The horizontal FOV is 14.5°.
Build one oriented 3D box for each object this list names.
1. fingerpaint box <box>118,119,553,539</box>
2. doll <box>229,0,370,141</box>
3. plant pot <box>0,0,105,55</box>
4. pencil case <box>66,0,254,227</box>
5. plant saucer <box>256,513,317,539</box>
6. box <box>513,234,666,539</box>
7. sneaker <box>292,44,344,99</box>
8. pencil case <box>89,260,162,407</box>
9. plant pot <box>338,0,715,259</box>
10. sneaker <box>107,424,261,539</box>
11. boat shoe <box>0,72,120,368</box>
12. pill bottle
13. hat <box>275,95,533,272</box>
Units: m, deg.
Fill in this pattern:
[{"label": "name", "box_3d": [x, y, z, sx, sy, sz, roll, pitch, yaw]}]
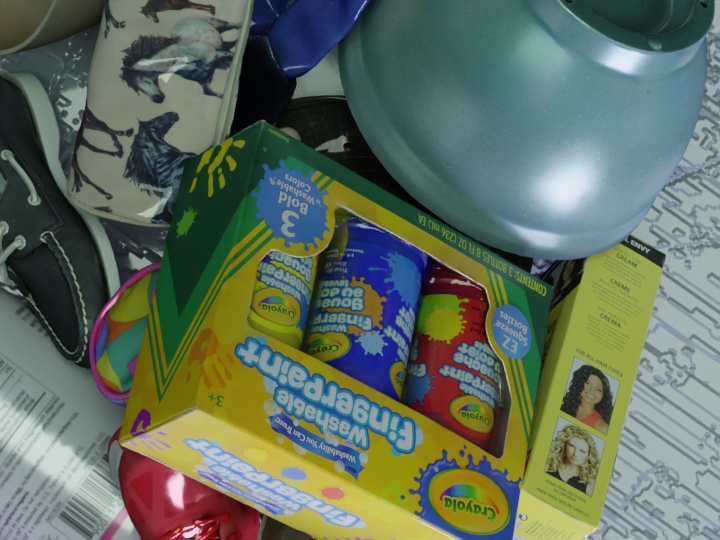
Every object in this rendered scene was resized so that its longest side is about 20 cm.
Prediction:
[{"label": "fingerpaint box", "box_3d": [-0.007, 0.046, 1.429, 0.200, 0.073, 0.167, 30, 56, -28]}, {"label": "doll", "box_3d": [-0.064, -0.122, 1.529, 0.200, 0.048, 0.137, -46, 60, 23]}, {"label": "plant pot", "box_3d": [-0.153, -0.225, 1.549, 0.134, 0.200, 0.201, -12, 88, -35]}, {"label": "pencil case", "box_3d": [-0.091, -0.120, 1.466, 0.089, 0.078, 0.200, 17, 109, 7]}, {"label": "plant saucer", "box_3d": [0.028, 0.182, 1.469, 0.200, 0.032, 0.200, 16, 53, -23]}, {"label": "box", "box_3d": [0.111, 0.069, 1.531, 0.050, 0.075, 0.200, 28, 50, -11]}, {"label": "sneaker", "box_3d": [-0.014, -0.086, 1.597, 0.200, 0.074, 0.116, 29, 98, 0]}, {"label": "pencil case", "box_3d": [-0.049, 0.067, 1.508, 0.200, 0.088, 0.088, 29, 87, -37]}, {"label": "plant pot", "box_3d": [0.106, -0.125, 1.513, 0.200, 0.134, 0.201, 17, 50, -21]}, {"label": "sneaker", "box_3d": [-0.071, 0.160, 1.456, 0.078, 0.200, 0.116, -19, 53, 4]}, {"label": "boat shoe", "box_3d": [-0.185, -0.025, 1.547, 0.060, 0.076, 0.200, -4, 48, -31]}, {"label": "pill bottle", "box_3d": [-0.195, 0.081, 1.556, 0.200, 0.113, 0.113, 37, 87, 0]}, {"label": "hat", "box_3d": [0.000, 0.000, 1.552, 0.200, 0.081, 0.201, -1, 117, -3]}]
